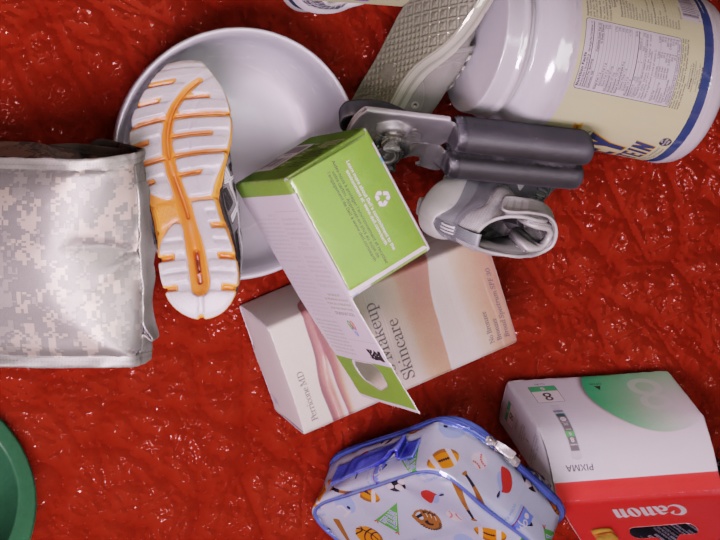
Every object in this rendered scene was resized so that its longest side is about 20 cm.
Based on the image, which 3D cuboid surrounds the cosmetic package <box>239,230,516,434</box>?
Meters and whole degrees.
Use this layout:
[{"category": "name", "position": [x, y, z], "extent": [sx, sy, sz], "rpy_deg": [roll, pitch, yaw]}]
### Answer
[{"category": "cosmetic package", "position": [0.015, 0.045, 1.549], "extent": [0.200, 0.087, 0.104], "rpy_deg": [-24, 108, -13]}]

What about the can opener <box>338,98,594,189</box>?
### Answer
[{"category": "can opener", "position": [0.082, -0.108, 1.477], "extent": [0.199, 0.067, 0.053], "rpy_deg": [5, 134, -14]}]

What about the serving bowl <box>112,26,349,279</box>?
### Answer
[{"category": "serving bowl", "position": [-0.106, -0.095, 1.493], "extent": [0.200, 0.066, 0.201], "rpy_deg": [-4, 101, -19]}]

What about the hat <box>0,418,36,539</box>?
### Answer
[{"category": "hat", "position": [-0.368, 0.217, 1.487], "extent": [0.165, 0.176, 0.200], "rpy_deg": [27, 53, -20]}]

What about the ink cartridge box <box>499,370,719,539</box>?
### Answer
[{"category": "ink cartridge box", "position": [0.228, 0.159, 1.585], "extent": [0.161, 0.200, 0.050], "rpy_deg": [-2, 118, -19]}]

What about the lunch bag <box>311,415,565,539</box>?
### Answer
[{"category": "lunch bag", "position": [0.062, 0.192, 1.538], "extent": [0.160, 0.200, 0.076], "rpy_deg": [41, 51, -19]}]

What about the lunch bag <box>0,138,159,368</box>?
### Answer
[{"category": "lunch bag", "position": [-0.243, -0.014, 1.398], "extent": [0.199, 0.118, 0.165], "rpy_deg": [3, 101, 15]}]

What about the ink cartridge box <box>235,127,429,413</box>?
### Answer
[{"category": "ink cartridge box", "position": [0.000, 0.000, 1.419], "extent": [0.076, 0.148, 0.200], "rpy_deg": [-33, 101, -15]}]

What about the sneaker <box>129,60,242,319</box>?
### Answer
[{"category": "sneaker", "position": [-0.128, -0.060, 1.422], "extent": [0.078, 0.077, 0.201], "rpy_deg": [-5, 84, 6]}]

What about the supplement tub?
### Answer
[{"category": "supplement tub", "position": [0.184, -0.173, 1.537], "extent": [0.199, 0.145, 0.145], "rpy_deg": [9, 97, -20]}]

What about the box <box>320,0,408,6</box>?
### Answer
[{"category": "box", "position": [-0.041, -0.260, 1.353], "extent": [0.199, 0.176, 0.097], "rpy_deg": [1, 87, -13]}]

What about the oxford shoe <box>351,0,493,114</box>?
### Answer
[{"category": "oxford shoe", "position": [0.058, -0.174, 1.509], "extent": [0.058, 0.075, 0.200], "rpy_deg": [13, 125, -36]}]

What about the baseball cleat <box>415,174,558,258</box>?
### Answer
[{"category": "baseball cleat", "position": [0.134, -0.053, 1.530], "extent": [0.200, 0.106, 0.070], "rpy_deg": [-27, 137, -43]}]

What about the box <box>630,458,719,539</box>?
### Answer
[{"category": "box", "position": [0.312, 0.262, 1.632], "extent": [0.132, 0.200, 0.115], "rpy_deg": [-24, 108, -13]}]

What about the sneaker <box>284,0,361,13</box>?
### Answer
[{"category": "sneaker", "position": [0.034, -0.254, 1.505], "extent": [0.200, 0.080, 0.077], "rpy_deg": [-26, 106, -14]}]
